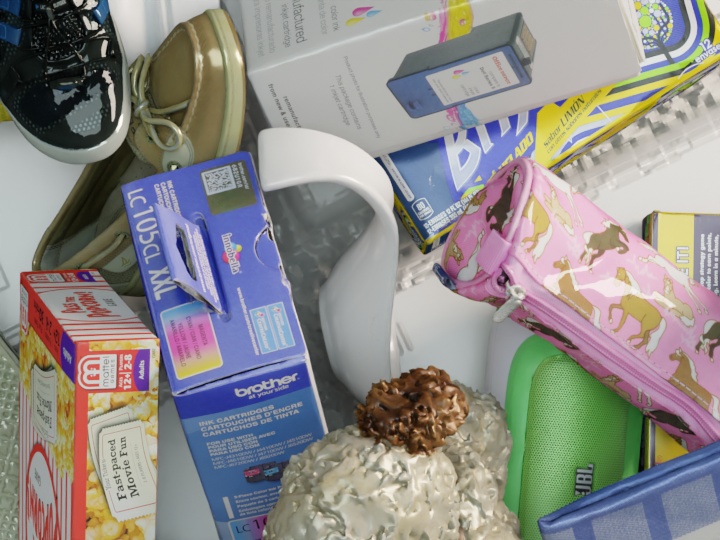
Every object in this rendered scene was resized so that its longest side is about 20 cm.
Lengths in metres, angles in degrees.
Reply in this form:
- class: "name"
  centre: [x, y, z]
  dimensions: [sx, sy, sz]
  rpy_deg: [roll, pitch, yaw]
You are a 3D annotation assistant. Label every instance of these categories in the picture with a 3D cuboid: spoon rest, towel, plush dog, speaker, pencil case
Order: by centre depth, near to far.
- class: "plush dog"
  centre: [0.013, 0.143, 1.438]
  dimensions: [0.200, 0.172, 0.160]
  rpy_deg: [-51, 49, -3]
- class: "pencil case"
  centre: [0.136, 0.026, 1.507]
  dimensions: [0.199, 0.083, 0.087]
  rpy_deg: [35, 73, -20]
- class: "spoon rest"
  centre: [0.000, 0.000, 1.537]
  dimensions: [0.060, 0.201, 0.100]
  rpy_deg: [-12, 49, 9]
- class: "towel"
  centre: [0.178, 0.172, 1.537]
  dimensions: [0.146, 0.024, 0.201]
  rpy_deg: [-23, 130, -3]
- class: "speaker"
  centre: [0.106, 0.112, 1.583]
  dimensions: [0.088, 0.088, 0.202]
  rpy_deg: [5, 88, -1]

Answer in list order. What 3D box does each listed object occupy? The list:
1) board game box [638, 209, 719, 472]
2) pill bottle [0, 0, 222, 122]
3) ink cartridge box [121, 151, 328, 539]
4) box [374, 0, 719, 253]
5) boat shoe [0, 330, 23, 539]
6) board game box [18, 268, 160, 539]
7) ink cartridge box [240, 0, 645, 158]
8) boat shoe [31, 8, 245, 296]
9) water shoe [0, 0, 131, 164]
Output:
- class: "board game box"
  centre: [0.237, 0.070, 1.602]
  dimensions: [0.164, 0.057, 0.202]
  rpy_deg: [2, 88, 1]
- class: "pill bottle"
  centre: [-0.175, -0.140, 1.571]
  dimensions: [0.198, 0.114, 0.115]
  rpy_deg: [-6, 88, -2]
- class: "ink cartridge box"
  centre: [-0.066, 0.036, 1.505]
  dimensions: [0.076, 0.201, 0.137]
  rpy_deg: [-15, 55, -4]
- class: "box"
  centre: [0.102, -0.090, 1.590]
  dimensions: [0.199, 0.070, 0.065]
  rpy_deg: [-33, 86, -3]
- class: "boat shoe"
  centre: [-0.215, 0.065, 1.590]
  dimensions: [0.074, 0.062, 0.201]
  rpy_deg: [-28, 104, -7]
- class: "board game box"
  centre: [-0.143, 0.114, 1.507]
  dimensions: [0.046, 0.151, 0.202]
  rpy_deg: [-2, 103, -17]
- class: "ink cartridge box"
  centre: [0.040, -0.149, 1.538]
  dimensions: [0.199, 0.088, 0.146]
  rpy_deg: [-15, 44, 9]
- class: "boat shoe"
  centre: [-0.117, -0.059, 1.537]
  dimensions: [0.063, 0.201, 0.074]
  rpy_deg: [-1, 54, -29]
- class: "water shoe"
  centre: [-0.169, -0.152, 1.475]
  dimensions: [0.071, 0.079, 0.201]
  rpy_deg: [-16, 85, -2]
